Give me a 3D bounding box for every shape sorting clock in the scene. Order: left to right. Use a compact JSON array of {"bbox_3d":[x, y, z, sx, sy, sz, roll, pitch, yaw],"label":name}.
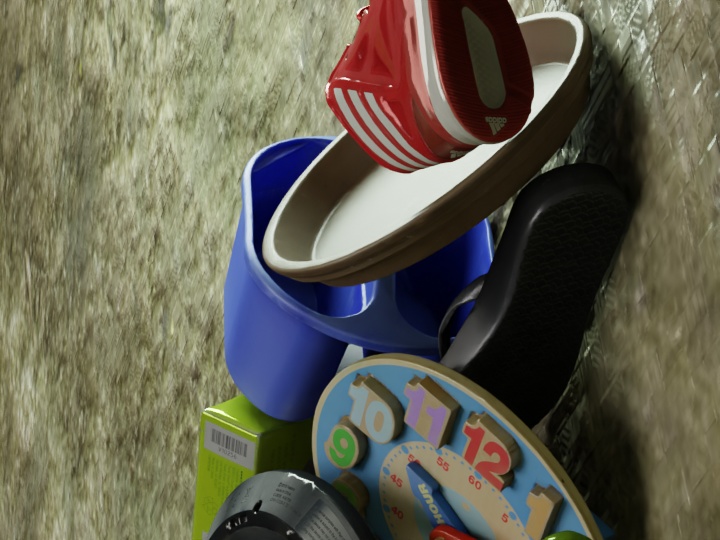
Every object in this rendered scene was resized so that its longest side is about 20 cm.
[{"bbox_3d":[0.048,0.131,1.465,0.200,0.039,0.200,27,133,34],"label":"shape sorting clock"}]

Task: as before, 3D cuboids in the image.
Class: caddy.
[{"bbox_3d":[0.000,0.000,1.587,0.200,0.141,0.105,-96,21,-57],"label":"caddy"}]

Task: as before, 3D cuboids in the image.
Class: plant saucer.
[{"bbox_3d":[0.038,-0.057,1.480,0.029,0.200,0.200,53,174,-18],"label":"plant saucer"}]

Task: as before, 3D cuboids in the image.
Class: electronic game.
[{"bbox_3d":[-0.030,0.201,1.498,0.200,0.042,0.201,13,106,56],"label":"electronic game"}]

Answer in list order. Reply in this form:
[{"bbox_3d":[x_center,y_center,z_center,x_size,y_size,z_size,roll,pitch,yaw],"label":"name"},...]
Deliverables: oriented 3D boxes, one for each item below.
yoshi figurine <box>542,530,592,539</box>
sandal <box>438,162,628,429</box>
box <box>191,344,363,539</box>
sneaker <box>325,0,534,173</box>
[{"bbox_3d":[0.107,0.202,1.341,0.112,0.112,0.200,43,143,35],"label":"yoshi figurine"},{"bbox_3d":[0.078,0.020,1.473,0.043,0.076,0.200,61,138,39],"label":"sandal"},{"bbox_3d":[-0.013,0.107,1.640,0.048,0.200,0.122,22,119,33],"label":"box"},{"bbox_3d":[0.015,-0.143,1.432,0.115,0.078,0.201,-25,63,48],"label":"sneaker"}]
